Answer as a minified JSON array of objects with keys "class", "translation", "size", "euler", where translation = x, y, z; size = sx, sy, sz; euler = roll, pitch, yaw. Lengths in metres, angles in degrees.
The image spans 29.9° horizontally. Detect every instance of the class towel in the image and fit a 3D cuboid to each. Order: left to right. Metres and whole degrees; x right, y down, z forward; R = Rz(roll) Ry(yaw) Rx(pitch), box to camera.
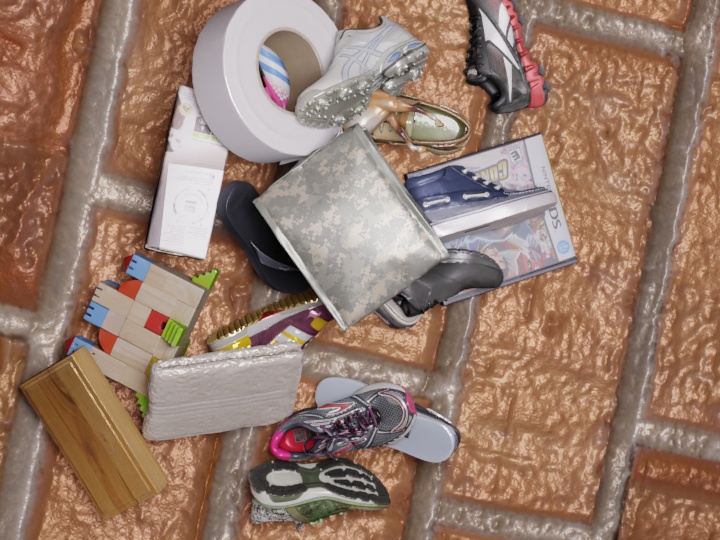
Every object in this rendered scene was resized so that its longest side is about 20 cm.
[{"class":"towel","translation":[-0.169,0.147,1.666],"size":[0.197,0.035,0.134],"euler":[-6,136,-21]}]

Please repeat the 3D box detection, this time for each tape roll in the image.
[{"class":"tape roll","translation":[-0.104,-0.234,1.636],"size":[0.200,0.070,0.206],"euler":[7,80,-41]}]

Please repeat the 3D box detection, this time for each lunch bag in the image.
[{"class":"lunch bag","translation":[-0.013,-0.056,1.621],"size":[0.163,0.118,0.201],"euler":[-35,94,4]}]

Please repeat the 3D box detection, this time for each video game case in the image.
[{"class":"video game case","translation":[0.176,-0.069,1.803],"size":[0.197,0.025,0.183],"euler":[-17,94,-10]}]

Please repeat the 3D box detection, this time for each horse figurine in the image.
[{"class":"horse figurine","translation":[0.010,-0.171,1.697],"size":[0.132,0.050,0.200],"euler":[43,97,8]}]

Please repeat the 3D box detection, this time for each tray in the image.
[{"class":"tray","translation":[-0.331,0.204,1.677],"size":[0.098,0.037,0.202],"euler":[-28,96,27]}]

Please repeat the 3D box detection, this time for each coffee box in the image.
[{"class":"coffee box","translation":[-0.213,-0.118,1.684],"size":[0.079,0.113,0.203],"euler":[12,88,-10]}]

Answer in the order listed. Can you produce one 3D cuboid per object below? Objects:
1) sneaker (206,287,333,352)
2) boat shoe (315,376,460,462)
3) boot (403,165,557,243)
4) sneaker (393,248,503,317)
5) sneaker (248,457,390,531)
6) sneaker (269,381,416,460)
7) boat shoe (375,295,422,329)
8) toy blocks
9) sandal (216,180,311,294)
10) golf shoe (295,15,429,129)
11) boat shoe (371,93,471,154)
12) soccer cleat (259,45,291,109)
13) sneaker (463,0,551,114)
[{"class":"sneaker","translation":[-0.094,0.089,1.735],"size":[0.197,0.075,0.091],"euler":[-22,103,-4]},{"class":"boat shoe","translation":[0.038,0.188,1.756],"size":[0.196,0.068,0.075],"euler":[16,100,14]},{"class":"boot","translation":[0.157,-0.100,1.753],"size":[0.197,0.073,0.092],"euler":[-15,79,-19]},{"class":"sneaker","translation":[0.088,0.016,1.727],"size":[0.197,0.076,0.092],"euler":[4,77,-14]},{"class":"sneaker","translation":[-0.059,0.298,1.751],"size":[0.197,0.077,0.089],"euler":[7,127,-20]},{"class":"sneaker","translation":[-0.021,0.201,1.700],"size":[0.198,0.075,0.082],"euler":[-21,90,20]},{"class":"boat shoe","translation":[0.000,0.000,1.757],"size":[0.200,0.057,0.067],"euler":[49,62,-3]},{"class":"toy blocks","translation":[-0.281,0.061,1.690],"size":[0.135,0.100,0.202],"euler":[26,95,3]},{"class":"sandal","translation":[-0.110,-0.033,1.689],"size":[0.200,0.042,0.077],"euler":[46,64,-44]},{"class":"golf shoe","translation":[-0.014,-0.243,1.640],"size":[0.199,0.079,0.097],"euler":[-30,69,-30]},{"class":"boat shoe","translation":[0.053,-0.198,1.754],"size":[0.197,0.074,0.077],"euler":[6,89,-11]},{"class":"soccer cleat","translation":[-0.091,-0.243,1.728],"size":[0.085,0.070,0.202],"euler":[-25,95,-11]},{"class":"sneaker","translation":[0.172,-0.297,1.777],"size":[0.097,0.071,0.203],"euler":[-25,96,-12]}]
